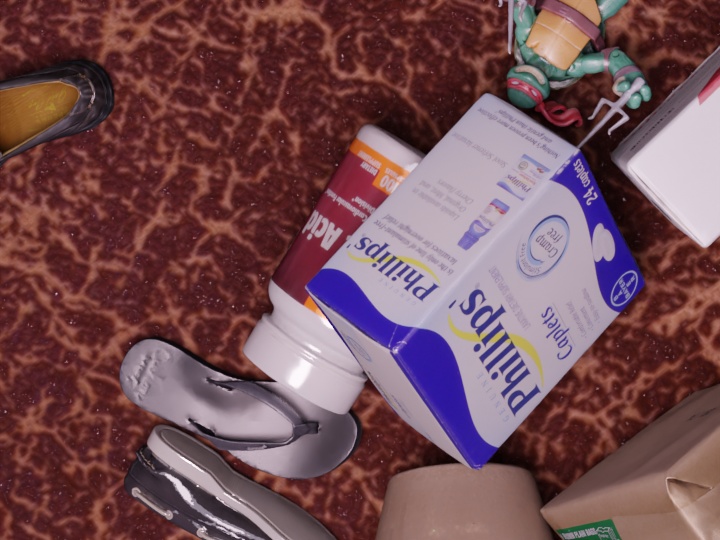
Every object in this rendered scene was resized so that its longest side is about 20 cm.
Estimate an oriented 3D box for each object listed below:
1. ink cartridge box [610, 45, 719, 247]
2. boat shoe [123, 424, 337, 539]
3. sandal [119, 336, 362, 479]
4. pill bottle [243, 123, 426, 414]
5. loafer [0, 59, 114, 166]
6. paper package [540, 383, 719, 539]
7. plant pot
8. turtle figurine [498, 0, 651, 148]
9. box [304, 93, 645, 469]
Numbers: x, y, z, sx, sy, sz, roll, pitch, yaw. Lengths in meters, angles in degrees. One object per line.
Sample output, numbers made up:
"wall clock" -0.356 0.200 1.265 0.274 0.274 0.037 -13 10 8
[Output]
"ink cartridge box" 0.265 -0.101 1.513 0.146 0.200 0.083 -44 91 7
"boat shoe" -0.095 0.201 1.627 0.199 0.074 0.061 34 104 -3
"sandal" -0.098 0.113 1.637 0.199 0.043 0.077 17 95 5
"pill bottle" 0.000 0.000 1.586 0.114 0.114 0.201 31 95 3
"loafer" -0.294 -0.115 1.630 0.199 0.072 0.073 -25 91 7
"paper package" 0.259 0.154 1.500 0.190 0.200 0.104 -32 90 -26
"plant pot" 0.077 0.240 1.568 0.199 0.200 0.176 -4 75 6
"turtle figurine" 0.158 -0.190 1.569 0.149 0.101 0.201 32 80 -11
"box" 0.088 0.011 1.510 0.200 0.184 0.105 -47 51 -10
